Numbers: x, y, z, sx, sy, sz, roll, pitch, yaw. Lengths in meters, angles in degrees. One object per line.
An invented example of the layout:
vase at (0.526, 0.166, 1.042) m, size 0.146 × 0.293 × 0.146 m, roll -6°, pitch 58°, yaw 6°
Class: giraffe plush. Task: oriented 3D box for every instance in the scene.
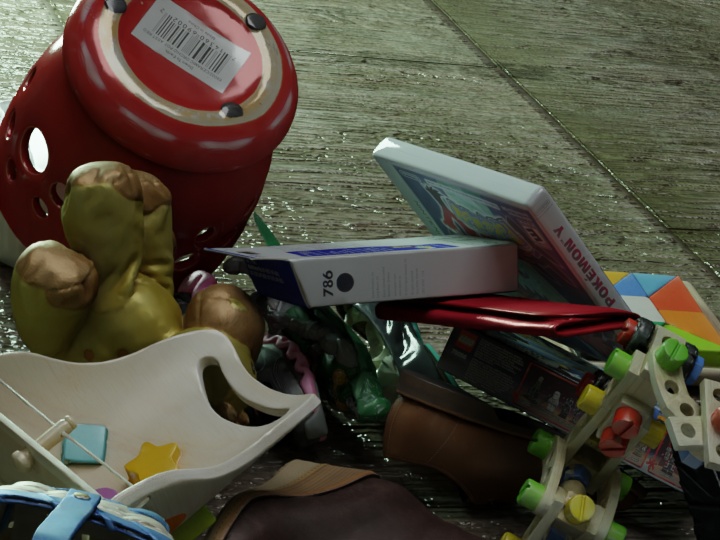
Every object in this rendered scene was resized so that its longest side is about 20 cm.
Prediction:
giraffe plush at (-0.136, 0.046, 1.486) m, size 0.162 × 0.201 × 0.173 m, roll 23°, pitch -1°, yaw 16°

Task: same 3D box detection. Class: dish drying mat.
dish drying mat at (0.095, 0.027, 1.508) m, size 0.077 × 0.018 × 0.200 m, roll -6°, pitch 6°, yaw -34°

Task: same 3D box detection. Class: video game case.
video game case at (0.111, -0.010, 1.599) m, size 0.023 × 0.182 × 0.200 m, roll -47°, pitch 32°, yaw -14°

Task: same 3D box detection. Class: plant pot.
plant pot at (-0.155, -0.106, 1.635) m, size 0.200 × 0.183 × 0.201 m, roll 13°, pitch 54°, yaw -18°

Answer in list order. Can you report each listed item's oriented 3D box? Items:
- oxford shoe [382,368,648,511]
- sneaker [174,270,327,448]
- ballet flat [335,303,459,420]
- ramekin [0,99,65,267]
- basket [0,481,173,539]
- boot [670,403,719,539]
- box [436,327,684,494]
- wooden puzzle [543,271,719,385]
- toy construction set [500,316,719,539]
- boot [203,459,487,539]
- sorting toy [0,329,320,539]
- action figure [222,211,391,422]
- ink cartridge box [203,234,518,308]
oxford shoe at (0.103, 0.133, 1.531) m, size 0.199 × 0.072 × 0.071 m, roll 21°, pitch 1°, yaw -16°
sneaker at (-0.100, 0.077, 1.577) m, size 0.095 × 0.079 × 0.200 m, roll -27°, pitch 37°, yaw -24°
ballet flat at (0.027, 0.072, 1.639) m, size 0.073 × 0.073 × 0.200 m, roll 2°, pitch 35°, yaw -22°
ramekin at (-0.228, -0.063, 1.807) m, size 0.202 × 0.095 × 0.202 m, roll 10°, pitch 22°, yaw -4°
basket at (-0.156, 0.190, 1.109) m, size 0.139 × 0.177 × 0.200 m, roll 16°, pitch 11°, yaw 3°
boot at (0.285, 0.182, 1.455) m, size 0.162 × 0.073 × 0.199 m, roll 23°, pitch 44°, yaw -40°
box at (0.163, 0.094, 1.588) m, size 0.200 × 0.040 × 0.137 m, roll 27°, pitch 7°, yaw 16°
wooden puzzle at (0.219, 0.041, 1.836) m, size 0.184 × 0.037 × 0.200 m, roll 3°, pitch 23°, yaw -17°
toy construction set at (0.167, 0.110, 1.416) m, size 0.092 × 0.200 × 0.131 m, roll 39°, pitch 46°, yaw -14°
boot at (-0.003, 0.185, 1.333) m, size 0.166 × 0.073 × 0.200 m, roll 22°, pitch 29°, yaw 15°
sorting toy at (-0.124, 0.102, 1.335) m, size 0.180 × 0.107 × 0.200 m, roll -32°, pitch 36°, yaw -23°
action figure at (-0.035, 0.053, 1.603) m, size 0.055 × 0.118 × 0.200 m, roll -24°, pitch 37°, yaw -20°
ink cartridge box at (0.000, 0.000, 1.540) m, size 0.199 × 0.039 × 0.099 m, roll -2°, pitch 6°, yaw -22°
